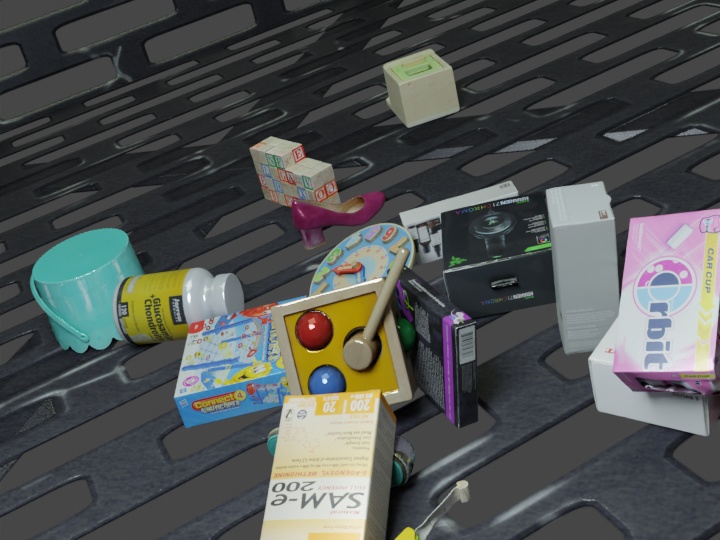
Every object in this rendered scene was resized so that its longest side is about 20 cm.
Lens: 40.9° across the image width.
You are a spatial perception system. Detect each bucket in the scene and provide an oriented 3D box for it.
[{"bbox_3d":[-0.467,0.029,1.686,0.203,0.137,0.208,-12,29,7],"label":"bucket"}]

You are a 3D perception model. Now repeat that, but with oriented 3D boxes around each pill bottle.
[{"bbox_3d":[-0.295,0.056,1.575,0.196,0.114,0.113,-7,29,16],"label":"pill bottle"}]

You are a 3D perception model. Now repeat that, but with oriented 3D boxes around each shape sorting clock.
[{"bbox_3d":[0.000,0.000,1.554,0.197,0.039,0.203,-26,40,24],"label":"shape sorting clock"}]

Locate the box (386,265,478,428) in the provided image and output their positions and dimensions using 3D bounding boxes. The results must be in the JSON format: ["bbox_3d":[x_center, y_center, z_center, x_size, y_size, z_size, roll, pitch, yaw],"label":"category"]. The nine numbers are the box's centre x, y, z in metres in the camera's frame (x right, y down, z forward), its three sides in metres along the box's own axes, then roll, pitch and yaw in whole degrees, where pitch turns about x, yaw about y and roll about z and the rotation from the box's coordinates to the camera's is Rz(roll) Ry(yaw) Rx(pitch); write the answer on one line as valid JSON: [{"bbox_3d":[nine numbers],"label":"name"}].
[{"bbox_3d":[0.093,0.095,1.276,0.035,0.146,0.200,-14,27,-21],"label":"box"}]

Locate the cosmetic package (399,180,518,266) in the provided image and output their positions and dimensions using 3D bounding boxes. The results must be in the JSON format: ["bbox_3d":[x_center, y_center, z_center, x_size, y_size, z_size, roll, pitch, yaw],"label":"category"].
[{"bbox_3d":[0.170,-0.077,1.606,0.196,0.084,0.051,-17,30,0],"label":"cosmetic package"}]

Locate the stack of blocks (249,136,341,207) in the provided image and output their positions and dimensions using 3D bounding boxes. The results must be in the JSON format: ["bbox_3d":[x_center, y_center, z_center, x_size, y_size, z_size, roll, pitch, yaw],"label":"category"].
[{"bbox_3d":[-0.131,-0.189,1.919,0.058,0.117,0.198,-32,33,-28],"label":"stack of blocks"}]

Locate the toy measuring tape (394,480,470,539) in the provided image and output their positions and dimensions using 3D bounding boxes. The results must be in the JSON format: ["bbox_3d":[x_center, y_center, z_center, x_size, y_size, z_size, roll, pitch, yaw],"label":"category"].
[{"bbox_3d":[0.071,0.300,1.009,0.073,0.075,0.199,15,42,44],"label":"toy measuring tape"}]

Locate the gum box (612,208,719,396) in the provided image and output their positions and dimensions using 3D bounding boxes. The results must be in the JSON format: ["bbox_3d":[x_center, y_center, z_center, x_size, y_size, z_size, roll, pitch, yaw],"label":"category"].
[{"bbox_3d":[0.353,0.040,1.074,0.112,0.066,0.204,-5,62,39],"label":"gum box"}]

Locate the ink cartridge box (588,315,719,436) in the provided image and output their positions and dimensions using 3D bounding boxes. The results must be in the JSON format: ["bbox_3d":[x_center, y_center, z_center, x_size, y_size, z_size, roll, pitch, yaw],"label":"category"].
[{"bbox_3d":[0.388,0.097,1.185,0.143,0.085,0.200,8,37,37],"label":"ink cartridge box"}]

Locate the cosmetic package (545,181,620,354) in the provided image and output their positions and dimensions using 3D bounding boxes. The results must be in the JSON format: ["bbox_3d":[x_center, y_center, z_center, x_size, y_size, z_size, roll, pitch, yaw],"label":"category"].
[{"bbox_3d":[0.298,-0.003,1.284,0.088,0.203,0.107,-9,28,10],"label":"cosmetic package"}]

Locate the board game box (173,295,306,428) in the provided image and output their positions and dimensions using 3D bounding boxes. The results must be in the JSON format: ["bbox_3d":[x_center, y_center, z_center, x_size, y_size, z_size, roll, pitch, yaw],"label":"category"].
[{"bbox_3d":[-0.167,0.132,1.437,0.192,0.057,0.201,-14,29,5],"label":"board game box"}]

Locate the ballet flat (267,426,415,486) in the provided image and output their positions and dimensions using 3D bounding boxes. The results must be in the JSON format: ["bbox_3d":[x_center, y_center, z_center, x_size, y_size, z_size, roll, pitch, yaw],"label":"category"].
[{"bbox_3d":[-0.019,0.220,1.198,0.196,0.073,0.072,6,35,26],"label":"ballet flat"}]

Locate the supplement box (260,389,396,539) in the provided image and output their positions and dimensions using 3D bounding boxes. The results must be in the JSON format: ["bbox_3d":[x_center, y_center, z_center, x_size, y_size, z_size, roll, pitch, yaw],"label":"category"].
[{"bbox_3d":[-0.034,0.242,1.086,0.123,0.074,0.203,-6,53,18],"label":"supplement box"}]

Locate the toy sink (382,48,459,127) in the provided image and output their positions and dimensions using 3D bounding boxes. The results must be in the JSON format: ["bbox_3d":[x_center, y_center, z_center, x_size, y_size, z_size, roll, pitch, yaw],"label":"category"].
[{"bbox_3d":[0.130,-0.426,2.206,0.128,0.114,0.201,-18,28,-5],"label":"toy sink"}]

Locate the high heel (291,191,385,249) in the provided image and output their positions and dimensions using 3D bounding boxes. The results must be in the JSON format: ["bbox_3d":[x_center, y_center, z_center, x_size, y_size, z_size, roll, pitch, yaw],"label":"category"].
[{"bbox_3d":[-0.040,-0.124,1.778,0.198,0.098,0.067,-28,30,-21],"label":"high heel"}]

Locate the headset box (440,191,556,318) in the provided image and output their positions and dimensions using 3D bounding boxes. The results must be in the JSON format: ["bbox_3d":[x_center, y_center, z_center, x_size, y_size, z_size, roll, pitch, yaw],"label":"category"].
[{"bbox_3d":[0.212,-0.020,1.471,0.170,0.094,0.201,-11,30,10],"label":"headset box"}]

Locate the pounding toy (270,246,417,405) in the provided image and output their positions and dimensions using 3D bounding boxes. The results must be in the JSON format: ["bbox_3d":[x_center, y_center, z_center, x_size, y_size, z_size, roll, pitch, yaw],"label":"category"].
[{"bbox_3d":[-0.005,0.085,1.246,0.196,0.188,0.142,-15,-1,8],"label":"pounding toy"}]
